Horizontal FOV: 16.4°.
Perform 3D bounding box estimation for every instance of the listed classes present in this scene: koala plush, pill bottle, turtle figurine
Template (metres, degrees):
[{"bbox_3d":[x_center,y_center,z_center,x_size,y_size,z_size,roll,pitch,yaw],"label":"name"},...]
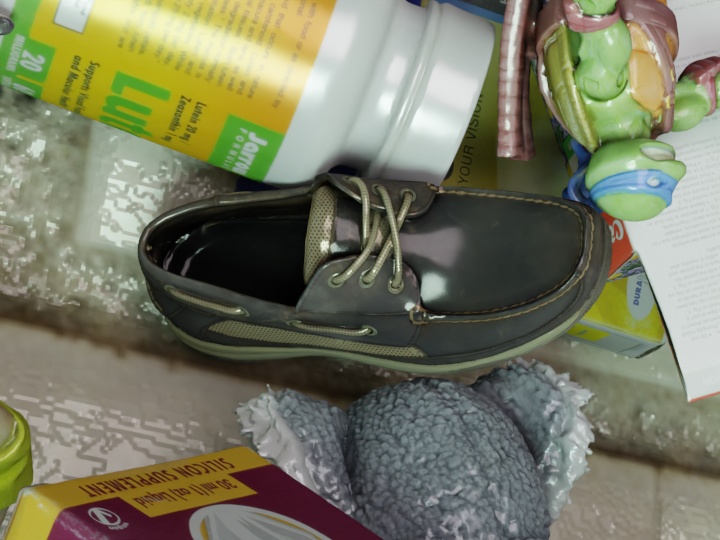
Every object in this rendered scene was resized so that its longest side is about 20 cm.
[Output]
[{"bbox_3d":[0.041,0.129,1.001,0.177,0.184,0.200,-4,65,-24],"label":"koala plush"},{"bbox_3d":[-0.052,-0.099,1.031,0.200,0.111,0.111,20,68,-6],"label":"pill bottle"},{"bbox_3d":[0.137,-0.128,1.001,0.144,0.200,0.194,1,64,-26],"label":"turtle figurine"}]

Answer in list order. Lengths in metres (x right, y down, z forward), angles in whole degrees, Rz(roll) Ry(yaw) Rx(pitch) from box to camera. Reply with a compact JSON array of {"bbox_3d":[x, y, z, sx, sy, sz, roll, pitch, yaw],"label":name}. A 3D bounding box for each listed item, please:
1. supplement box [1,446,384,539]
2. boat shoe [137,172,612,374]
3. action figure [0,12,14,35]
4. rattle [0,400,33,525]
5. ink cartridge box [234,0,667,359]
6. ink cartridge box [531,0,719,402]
[{"bbox_3d":[-0.023,0.156,0.853,0.200,0.103,0.131,32,19,27],"label":"supplement box"},{"bbox_3d":[0.000,0.000,1.003,0.200,0.073,0.075,-7,68,22],"label":"boat shoe"},{"bbox_3d":[-0.220,-0.075,0.923,0.193,0.200,0.105,-24,89,-20],"label":"action figure"},{"bbox_3d":[-0.229,0.106,0.942,0.143,0.130,0.200,36,91,2],"label":"rattle"},{"bbox_3d":[0.056,-0.081,1.125,0.200,0.047,0.198,17,70,-19],"label":"ink cartridge box"},{"bbox_3d":[0.150,-0.045,1.090,0.109,0.050,0.200,-14,78,-15],"label":"ink cartridge box"}]
